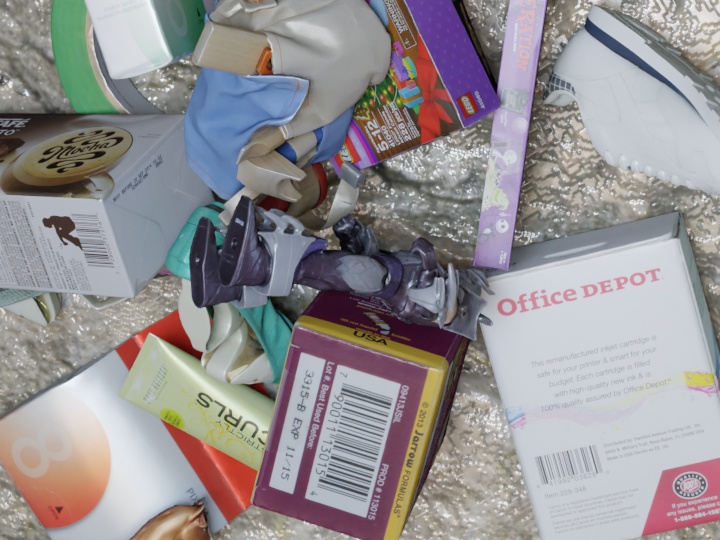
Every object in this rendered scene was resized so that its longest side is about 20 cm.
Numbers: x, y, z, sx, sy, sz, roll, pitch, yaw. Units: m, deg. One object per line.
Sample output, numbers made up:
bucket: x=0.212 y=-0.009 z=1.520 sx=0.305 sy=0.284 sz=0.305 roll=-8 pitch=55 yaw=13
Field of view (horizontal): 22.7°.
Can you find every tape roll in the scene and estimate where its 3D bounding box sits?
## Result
tape roll: x=-0.113 y=-0.165 z=1.240 sx=0.199 sy=0.048 sz=0.202 roll=3 pitch=105 yaw=11

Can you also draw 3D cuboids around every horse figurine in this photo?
horse figurine: x=-0.190 y=0.254 z=1.321 sx=0.198 sy=0.050 sz=0.134 roll=-13 pitch=104 yaw=13

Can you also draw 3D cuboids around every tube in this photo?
tube: x=-0.077 y=0.116 z=1.292 sx=0.199 sy=0.052 sz=0.058 roll=30 pitch=92 yaw=-5

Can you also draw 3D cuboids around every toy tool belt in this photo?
toy tool belt: x=-0.067 y=-0.094 z=1.118 sx=0.125 sy=0.123 sz=0.201 roll=40 pitch=141 yaw=24

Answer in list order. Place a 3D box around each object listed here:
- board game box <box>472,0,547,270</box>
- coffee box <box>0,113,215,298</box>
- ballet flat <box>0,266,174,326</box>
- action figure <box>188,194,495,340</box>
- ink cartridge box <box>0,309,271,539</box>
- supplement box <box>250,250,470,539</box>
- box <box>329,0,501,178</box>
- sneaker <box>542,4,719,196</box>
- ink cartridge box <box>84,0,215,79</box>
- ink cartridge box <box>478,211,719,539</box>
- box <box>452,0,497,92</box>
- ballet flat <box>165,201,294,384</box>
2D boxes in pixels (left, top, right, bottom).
board game box: x=0.102 y=-0.112 z=1.172 sx=0.032 sy=0.120 sz=0.202 roll=10 pitch=107 yaw=9
coffee box: x=-0.215 y=-0.048 z=1.223 sx=0.199 sy=0.113 sz=0.080 roll=4 pitch=124 yaw=30
ballet flat: x=-0.212 y=0.001 z=1.301 sx=0.198 sy=0.069 sz=0.072 roll=-11 pitch=122 yaw=14
action figure: x=0.000 y=0.000 z=1.099 sx=0.199 sy=0.130 sz=0.070 roll=7 pitch=90 yaw=-31
ink cartridge box: x=-0.157 y=0.136 z=1.329 sx=0.199 sy=0.050 sz=0.163 roll=-30 pitch=97 yaw=20
supplement box: x=0.010 y=0.077 z=1.198 sx=0.102 sy=0.200 sz=0.132 roll=16 pitch=107 yaw=7
box: x=-0.007 y=-0.169 z=1.132 sx=0.136 sy=0.039 sz=0.201 roll=-18 pitch=100 yaw=53
sneaker: x=0.203 y=-0.088 z=1.157 sx=0.200 sy=0.076 sz=0.081 roll=47 pitch=112 yaw=33
ink cartridge box: x=-0.144 y=-0.229 z=1.120 sx=0.050 sy=0.161 sz=0.202 roll=-13 pitch=101 yaw=14
ink cartridge box: x=0.173 y=0.076 z=1.225 sx=0.146 sy=0.086 sz=0.202 roll=-13 pitch=100 yaw=15
box: x=0.029 y=-0.195 z=1.184 sx=0.049 sy=0.082 sz=0.201 roll=-21 pitch=100 yaw=15
ballet flat: x=-0.088 y=0.035 z=1.227 sx=0.067 sy=0.201 sz=0.070 roll=28 pitch=67 yaw=32
